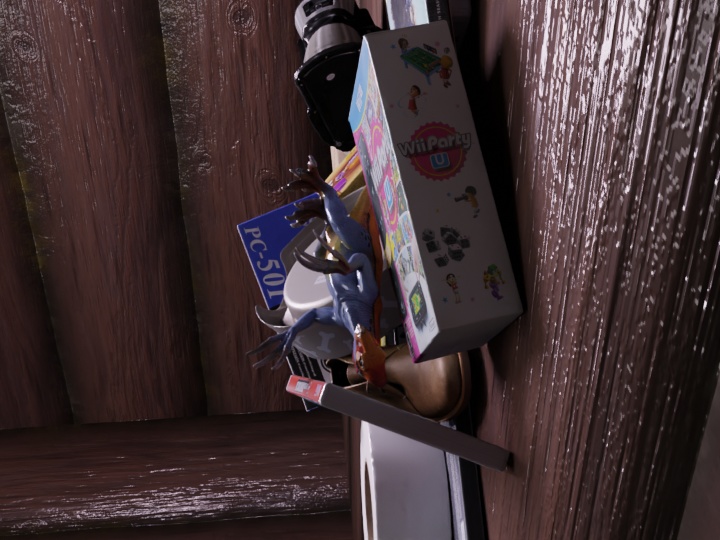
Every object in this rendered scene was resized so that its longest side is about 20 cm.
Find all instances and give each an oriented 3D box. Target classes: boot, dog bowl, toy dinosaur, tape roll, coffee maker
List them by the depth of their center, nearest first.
[{"bbox_3d":[0.000,0.000,0.755,0.183,0.197,0.106,55,151,23],"label":"toy dinosaur"},{"bbox_3d":[0.030,0.094,0.847,0.199,0.074,0.075,165,104,-66],"label":"boot"},{"bbox_3d":[-0.004,-0.001,0.909,0.059,0.198,0.201,51,-168,-24],"label":"dog bowl"},{"bbox_3d":[0.041,0.234,0.948,0.202,0.069,0.208,177,90,-86],"label":"tape roll"},{"bbox_3d":[-0.026,-0.266,1.358,0.202,0.131,0.195,-97,5,-52],"label":"coffee maker"}]

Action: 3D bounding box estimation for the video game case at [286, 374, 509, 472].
[{"bbox_3d":[0.020,0.115,0.761,0.200,0.140,0.018,157,134,-78],"label":"video game case"}]

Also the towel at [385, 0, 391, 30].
[{"bbox_3d":[0.041,-0.229,0.948,0.200,0.022,0.147,-82,-15,-71],"label":"towel"}]

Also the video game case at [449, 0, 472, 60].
[{"bbox_3d":[0.063,-0.259,0.841,0.183,0.021,0.205,98,168,-72],"label":"video game case"}]

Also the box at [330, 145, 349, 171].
[{"bbox_3d":[-0.003,-0.162,1.487,0.202,0.076,0.096,-97,6,-46],"label":"box"}]

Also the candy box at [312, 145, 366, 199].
[{"bbox_3d":[-0.019,-0.071,1.103,0.200,0.056,0.117,-46,17,11],"label":"candy box"}]

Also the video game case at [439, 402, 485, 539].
[{"bbox_3d":[0.085,0.211,0.892,0.201,0.019,0.146,94,173,-67],"label":"video game case"}]

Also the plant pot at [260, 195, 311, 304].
[{"bbox_3d":[-0.019,0.012,1.258,0.184,0.196,0.205,-147,54,-71],"label":"plant pot"}]

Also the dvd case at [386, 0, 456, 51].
[{"bbox_3d":[0.053,-0.155,0.792,0.146,0.022,0.204,-121,19,-70],"label":"dvd case"}]

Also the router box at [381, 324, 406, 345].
[{"bbox_3d":[0.050,0.068,1.051,0.201,0.051,0.161,95,172,-65],"label":"router box"}]

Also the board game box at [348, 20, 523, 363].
[{"bbox_3d":[0.048,-0.048,0.696,0.148,0.063,0.204,108,149,-76],"label":"board game box"}]

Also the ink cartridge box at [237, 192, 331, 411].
[{"bbox_3d":[-0.050,0.032,1.015,0.044,0.092,0.204,126,122,-84],"label":"ink cartridge box"}]
